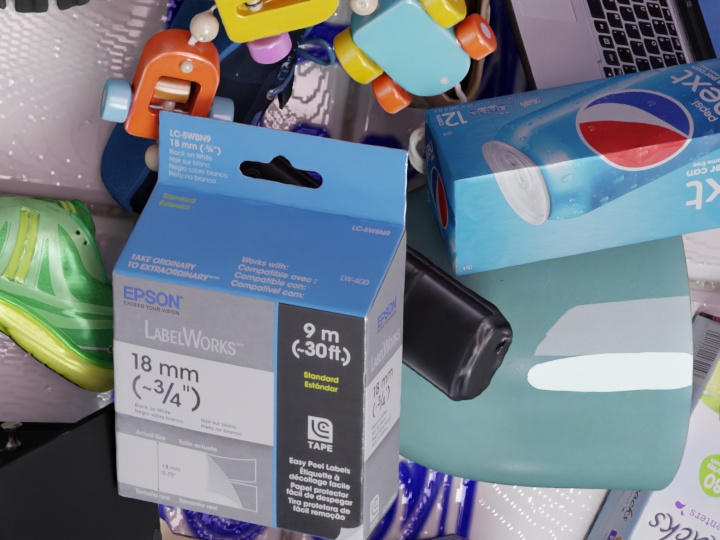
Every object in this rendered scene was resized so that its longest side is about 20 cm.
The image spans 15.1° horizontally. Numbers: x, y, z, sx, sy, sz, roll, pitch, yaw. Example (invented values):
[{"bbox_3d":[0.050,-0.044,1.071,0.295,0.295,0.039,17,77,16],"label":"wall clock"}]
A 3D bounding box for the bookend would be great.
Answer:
[{"bbox_3d":[-0.239,0.129,1.440,0.200,0.198,0.092,-27,114,-64],"label":"bookend"}]

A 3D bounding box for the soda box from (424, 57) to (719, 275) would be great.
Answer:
[{"bbox_3d":[0.137,-0.058,1.427,0.199,0.064,0.068,-11,132,-9],"label":"soda box"}]

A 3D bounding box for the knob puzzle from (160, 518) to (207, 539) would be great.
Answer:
[{"bbox_3d":[-0.138,0.238,1.544,0.219,0.030,0.220,-4,99,-22],"label":"knob puzzle"}]

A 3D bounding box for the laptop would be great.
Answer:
[{"bbox_3d":[0.186,-0.175,1.502,0.200,0.116,0.188,4,58,-33],"label":"laptop"}]

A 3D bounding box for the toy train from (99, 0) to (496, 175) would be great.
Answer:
[{"bbox_3d":[-0.031,-0.115,1.424,0.199,0.056,0.150,6,133,-11],"label":"toy train"}]

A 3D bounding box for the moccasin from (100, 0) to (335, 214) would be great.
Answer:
[{"bbox_3d":[-0.069,-0.116,1.498,0.068,0.081,0.200,24,111,-39],"label":"moccasin"}]

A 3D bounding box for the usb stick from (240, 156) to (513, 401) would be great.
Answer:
[{"bbox_3d":[0.000,0.000,1.446,0.033,0.200,0.056,0,120,-52],"label":"usb stick"}]

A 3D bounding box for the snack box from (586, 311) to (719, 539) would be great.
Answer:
[{"bbox_3d":[0.229,0.147,1.672,0.142,0.053,0.200,29,86,-23],"label":"snack box"}]

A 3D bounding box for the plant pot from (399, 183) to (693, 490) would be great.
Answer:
[{"bbox_3d":[0.083,0.031,1.524,0.160,0.201,0.201,-4,100,-8],"label":"plant pot"}]

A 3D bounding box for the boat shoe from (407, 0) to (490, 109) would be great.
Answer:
[{"bbox_3d":[0.045,-0.187,1.469,0.071,0.064,0.201,-7,100,-22],"label":"boat shoe"}]

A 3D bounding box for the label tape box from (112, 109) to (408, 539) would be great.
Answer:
[{"bbox_3d":[-0.053,0.030,1.402,0.144,0.063,0.201,10,116,19],"label":"label tape box"}]

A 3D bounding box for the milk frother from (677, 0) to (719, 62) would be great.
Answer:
[{"bbox_3d":[0.282,-0.138,1.571,0.180,0.200,0.188,31,86,-21],"label":"milk frother"}]

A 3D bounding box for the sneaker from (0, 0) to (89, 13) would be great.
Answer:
[{"bbox_3d":[-0.111,-0.196,1.435,0.199,0.090,0.078,-2,144,5],"label":"sneaker"}]

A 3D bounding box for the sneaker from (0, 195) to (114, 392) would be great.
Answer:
[{"bbox_3d":[-0.190,-0.015,1.466,0.200,0.074,0.084,40,84,-32],"label":"sneaker"}]

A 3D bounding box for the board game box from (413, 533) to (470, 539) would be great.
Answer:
[{"bbox_3d":[0.000,0.219,1.538,0.200,0.103,0.105,-3,99,-34],"label":"board game box"}]
